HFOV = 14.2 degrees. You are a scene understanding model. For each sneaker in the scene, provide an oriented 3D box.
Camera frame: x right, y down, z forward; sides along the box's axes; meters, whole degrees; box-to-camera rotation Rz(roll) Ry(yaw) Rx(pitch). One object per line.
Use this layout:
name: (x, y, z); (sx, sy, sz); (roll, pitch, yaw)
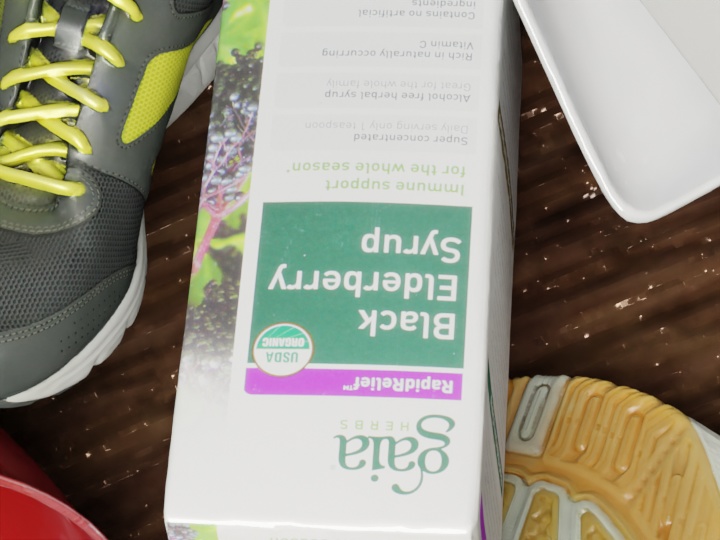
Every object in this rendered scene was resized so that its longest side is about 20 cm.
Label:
sneaker: (-0.083, -0.054, 0.790); (0.074, 0.085, 0.201); (13, 51, 7)
sneaker: (0.104, 0.087, 0.812); (0.199, 0.088, 0.076); (11, 67, 29)

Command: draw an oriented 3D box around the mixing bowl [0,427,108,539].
mixing bowl: (-0.170, 0.086, 0.802); (0.200, 0.200, 0.109); (-31, 49, 4)

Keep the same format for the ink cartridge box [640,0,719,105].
ink cartridge box: (0.179, -0.065, 0.762); (0.146, 0.083, 0.200); (-41, 97, -21)

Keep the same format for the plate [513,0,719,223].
plate: (0.102, -0.138, 0.808); (0.199, 0.032, 0.201); (-28, 91, -21)

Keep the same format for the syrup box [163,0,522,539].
syrup box: (0.000, 0.000, 0.781); (0.078, 0.082, 0.201); (1, 57, 7)
